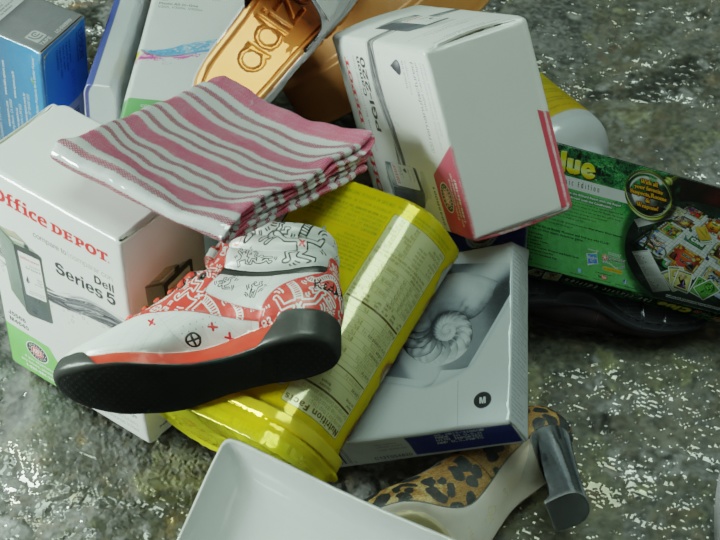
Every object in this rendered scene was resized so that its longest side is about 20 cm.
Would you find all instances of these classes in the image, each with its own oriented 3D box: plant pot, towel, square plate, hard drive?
[{"bbox_3d":[-0.005,-0.233,1.643,0.140,0.200,0.200,53,52,-13],"label":"plant pot"},{"bbox_3d":[-0.096,-0.082,1.355,0.146,0.030,0.200,24,28,22],"label":"towel"},{"bbox_3d":[-0.042,0.236,1.279,0.198,0.028,0.201,23,80,18],"label":"square plate"},{"bbox_3d":[-0.191,-0.166,1.641,0.025,0.132,0.200,7,46,3],"label":"hard drive"}]

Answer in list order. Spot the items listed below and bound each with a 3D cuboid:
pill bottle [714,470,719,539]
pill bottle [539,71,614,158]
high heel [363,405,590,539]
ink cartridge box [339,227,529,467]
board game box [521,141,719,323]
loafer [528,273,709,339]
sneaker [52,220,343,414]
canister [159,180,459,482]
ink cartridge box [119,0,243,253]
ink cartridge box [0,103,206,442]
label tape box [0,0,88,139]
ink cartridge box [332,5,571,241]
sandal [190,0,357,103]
[{"bbox_3d":[0.348,0.178,1.347,0.199,0.120,0.120,0,46,-3],"label":"pill bottle"},{"bbox_3d":[0.128,-0.101,1.610,0.112,0.112,0.200,-28,53,-27],"label":"pill bottle"},{"bbox_3d":[0.057,0.153,1.413,0.199,0.072,0.143,-12,25,1],"label":"high heel"},{"bbox_3d":[0.024,0.041,1.438,0.199,0.041,0.201,-11,56,20],"label":"ink cartridge box"},{"bbox_3d":[0.211,-0.028,1.513,0.199,0.023,0.105,14,73,-18],"label":"board game box"},{"bbox_3d":[0.170,0.015,1.535,0.199,0.063,0.072,9,68,-17],"label":"loafer"},{"bbox_3d":[-0.105,0.027,1.335,0.201,0.067,0.108,-11,52,17],"label":"sneaker"},{"bbox_3d":[-0.038,0.038,1.391,0.148,0.087,0.200,20,70,37],"label":"canister"},{"bbox_3d":[-0.137,-0.115,1.585,0.087,0.146,0.200,5,46,0],"label":"ink cartridge box"},{"bbox_3d":[-0.185,0.002,1.425,0.145,0.200,0.084,27,50,28],"label":"ink cartridge box"},{"bbox_3d":[-0.319,-0.171,1.630,0.199,0.145,0.063,23,49,18],"label":"label tape box"},{"bbox_3d":[0.063,-0.113,1.467,0.085,0.146,0.200,-19,15,-14],"label":"ink cartridge box"},{"bbox_3d":[-0.055,-0.196,1.501,0.079,0.059,0.207,30,66,2],"label":"sandal"}]
